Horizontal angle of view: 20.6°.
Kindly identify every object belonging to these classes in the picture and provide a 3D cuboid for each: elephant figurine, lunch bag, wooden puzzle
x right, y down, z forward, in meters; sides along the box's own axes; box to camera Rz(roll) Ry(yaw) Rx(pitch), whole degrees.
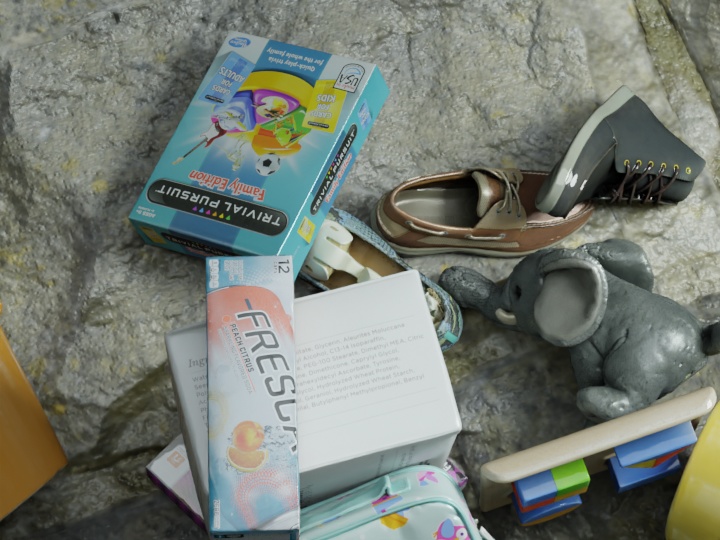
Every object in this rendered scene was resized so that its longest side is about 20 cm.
[{"bbox_3d":[0.183,0.030,1.638,0.155,0.142,0.200,-34,80,-10],"label":"elephant figurine"},{"bbox_3d":[0.008,0.240,1.492,0.200,0.077,0.161,-22,103,3],"label":"lunch bag"},{"bbox_3d":[0.186,0.154,1.553,0.185,0.200,0.046,-19,78,-3],"label":"wooden puzzle"}]

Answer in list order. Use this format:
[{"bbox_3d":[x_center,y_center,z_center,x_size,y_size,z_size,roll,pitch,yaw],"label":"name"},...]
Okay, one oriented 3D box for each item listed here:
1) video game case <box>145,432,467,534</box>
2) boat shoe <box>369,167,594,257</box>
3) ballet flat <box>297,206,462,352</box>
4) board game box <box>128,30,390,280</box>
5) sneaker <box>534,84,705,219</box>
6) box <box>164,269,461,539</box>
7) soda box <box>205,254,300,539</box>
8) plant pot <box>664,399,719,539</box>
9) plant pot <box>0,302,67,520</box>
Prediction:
[{"bbox_3d":[-0.044,0.169,1.626,0.200,0.036,0.181,43,74,11],"label":"video game case"},{"bbox_3d":[0.110,-0.053,1.699,0.199,0.072,0.076,-9,71,-11],"label":"boat shoe"},{"bbox_3d":[0.000,0.000,1.670,0.200,0.074,0.074,31,70,8],"label":"ballet flat"},{"bbox_3d":[-0.086,-0.100,1.688,0.151,0.047,0.200,15,67,26],"label":"board game box"},{"bbox_3d":[0.228,-0.084,1.685,0.106,0.075,0.200,37,40,6],"label":"sneaker"},{"bbox_3d":[-0.039,0.108,1.521,0.199,0.199,0.131,-14,74,-7],"label":"box"},{"bbox_3d":[-0.075,0.092,1.383,0.063,0.068,0.201,-2,71,-2],"label":"soda box"},{"bbox_3d":[0.352,0.195,1.571,0.188,0.201,0.201,22,69,17],"label":"plant pot"},{"bbox_3d":[-0.334,0.119,1.552,0.200,0.200,0.183,-40,93,-17],"label":"plant pot"}]
